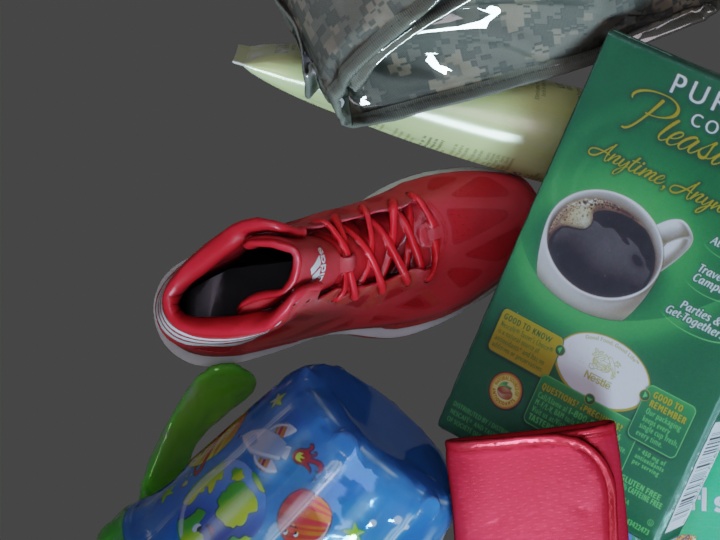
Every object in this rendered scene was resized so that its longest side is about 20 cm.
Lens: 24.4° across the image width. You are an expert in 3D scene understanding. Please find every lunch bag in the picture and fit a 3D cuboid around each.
[{"bbox_3d":[0.044,-0.170,0.768,0.199,0.118,0.165,-23,62,-4],"label":"lunch bag"}]

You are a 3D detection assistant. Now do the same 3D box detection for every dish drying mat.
[{"bbox_3d":[0.084,0.168,0.723,0.076,0.018,0.201,-6,97,-3],"label":"dish drying mat"}]

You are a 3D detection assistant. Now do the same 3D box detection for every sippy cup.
[{"bbox_3d":[-0.028,0.117,0.751,0.178,0.140,0.130,42,101,8],"label":"sippy cup"}]

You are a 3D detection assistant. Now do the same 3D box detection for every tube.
[{"bbox_3d":[0.036,-0.082,0.807,0.199,0.058,0.052,13,61,-4],"label":"tube"}]

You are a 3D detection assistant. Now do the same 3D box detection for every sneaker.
[{"bbox_3d":[0.000,0.000,0.780,0.199,0.116,0.079,-22,90,-5],"label":"sneaker"}]

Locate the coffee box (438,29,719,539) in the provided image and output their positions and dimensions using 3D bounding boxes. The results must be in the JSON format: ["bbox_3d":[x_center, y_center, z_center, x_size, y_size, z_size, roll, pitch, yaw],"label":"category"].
[{"bbox_3d":[0.128,0.007,0.747,0.123,0.044,0.201,27,101,27],"label":"coffee box"}]

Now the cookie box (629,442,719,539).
[{"bbox_3d":[0.190,0.102,0.777,0.170,0.075,0.201,0,87,27],"label":"cookie box"}]
